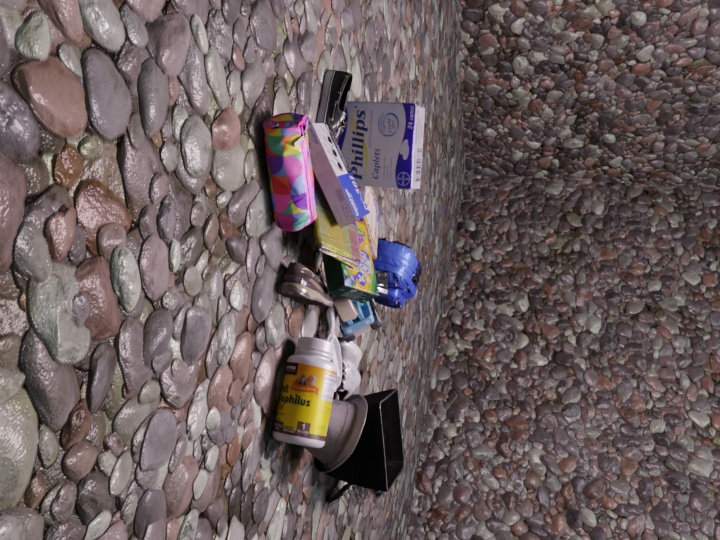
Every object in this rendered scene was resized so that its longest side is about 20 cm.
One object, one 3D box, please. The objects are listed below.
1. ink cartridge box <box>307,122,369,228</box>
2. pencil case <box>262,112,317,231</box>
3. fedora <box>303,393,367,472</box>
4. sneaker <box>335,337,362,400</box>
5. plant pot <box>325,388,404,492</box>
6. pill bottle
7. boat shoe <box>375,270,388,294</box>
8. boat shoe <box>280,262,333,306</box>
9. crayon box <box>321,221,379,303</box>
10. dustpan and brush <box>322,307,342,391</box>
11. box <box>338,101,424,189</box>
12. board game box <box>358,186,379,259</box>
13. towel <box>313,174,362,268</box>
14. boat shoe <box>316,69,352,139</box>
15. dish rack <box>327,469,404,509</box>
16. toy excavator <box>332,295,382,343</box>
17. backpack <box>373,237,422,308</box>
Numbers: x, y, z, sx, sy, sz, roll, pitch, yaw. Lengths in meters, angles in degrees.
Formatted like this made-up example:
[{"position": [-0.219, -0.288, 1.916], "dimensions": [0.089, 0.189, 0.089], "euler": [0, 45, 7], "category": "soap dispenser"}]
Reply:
[{"position": [-0.052, -0.192, 1.159], "dimensions": [0.204, 0.043, 0.094], "euler": [65, 22, -5], "category": "ink cartridge box"}, {"position": [-0.121, -0.173, 1.016], "dimensions": [0.089, 0.086, 0.205], "euler": [-60, 152, -54], "category": "pencil case"}, {"position": [-0.074, 0.336, 1.254], "dimensions": [0.199, 0.089, 0.180], "euler": [-37, -153, 59], "category": "fedora"}, {"position": [-0.039, 0.256, 1.478], "dimensions": [0.088, 0.072, 0.204], "euler": [-59, 150, -46], "category": "sneaker"}, {"position": [0.001, 0.418, 1.443], "dimensions": [0.199, 0.172, 0.207], "euler": [2, 81, -73], "category": "plant pot"}, {"position": [-0.106, 0.242, 1.161], "dimensions": [0.109, 0.106, 0.206], "euler": [52, 46, -67], "category": "pill bottle"}, {"position": [0.002, 0.000, 1.417], "dimensions": [0.196, 0.074, 0.068], "euler": [23, 83, -37], "category": "boat shoe"}, {"position": [-0.099, 0.029, 1.181], "dimensions": [0.200, 0.072, 0.076], "euler": [39, 58, -73], "category": "boat shoe"}, {"position": [-0.030, -0.043, 1.241], "dimensions": [0.124, 0.051, 0.205], "euler": [19, 53, -52], "category": "crayon box"}, {"position": [-0.072, 0.177, 1.341], "dimensions": [0.139, 0.056, 0.206], "euler": [20, 58, -71], "category": "dustpan and brush"}, {"position": [0.041, -0.287, 1.338], "dimensions": [0.105, 0.194, 0.190], "euler": [-27, 122, -69], "category": "box"}, {"position": [0.012, -0.148, 1.520], "dimensions": [0.202, 0.045, 0.155], "euler": [71, 20, -56], "category": "board game box"}, {"position": [-0.056, -0.112, 1.177], "dimensions": [0.142, 0.022, 0.205], "euler": [21, 51, -51], "category": "towel"}, {"position": [-0.055, -0.331, 1.240], "dimensions": [0.069, 0.055, 0.207], "euler": [23, 73, -73], "category": "boat shoe"}, {"position": [0.009, 0.577, 1.551], "dimensions": [0.055, 0.198, 0.152], "euler": [58, 26, 10], "category": "dish rack"}, {"position": [-0.026, 0.083, 1.353], "dimensions": [0.197, 0.098, 0.202], "euler": [-108, 172, -49], "category": "toy excavator"}, {"position": [0.090, 0.007, 1.684], "dimensions": [0.201, 0.158, 0.172], "euler": [63, 40, -64], "category": "backpack"}]
